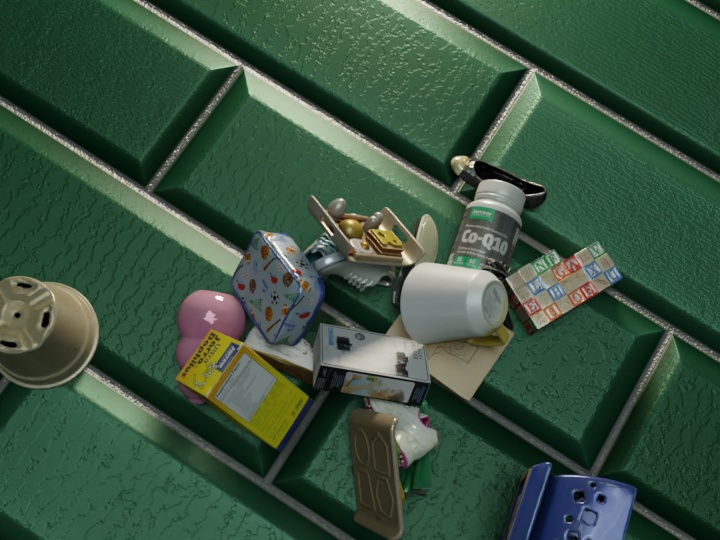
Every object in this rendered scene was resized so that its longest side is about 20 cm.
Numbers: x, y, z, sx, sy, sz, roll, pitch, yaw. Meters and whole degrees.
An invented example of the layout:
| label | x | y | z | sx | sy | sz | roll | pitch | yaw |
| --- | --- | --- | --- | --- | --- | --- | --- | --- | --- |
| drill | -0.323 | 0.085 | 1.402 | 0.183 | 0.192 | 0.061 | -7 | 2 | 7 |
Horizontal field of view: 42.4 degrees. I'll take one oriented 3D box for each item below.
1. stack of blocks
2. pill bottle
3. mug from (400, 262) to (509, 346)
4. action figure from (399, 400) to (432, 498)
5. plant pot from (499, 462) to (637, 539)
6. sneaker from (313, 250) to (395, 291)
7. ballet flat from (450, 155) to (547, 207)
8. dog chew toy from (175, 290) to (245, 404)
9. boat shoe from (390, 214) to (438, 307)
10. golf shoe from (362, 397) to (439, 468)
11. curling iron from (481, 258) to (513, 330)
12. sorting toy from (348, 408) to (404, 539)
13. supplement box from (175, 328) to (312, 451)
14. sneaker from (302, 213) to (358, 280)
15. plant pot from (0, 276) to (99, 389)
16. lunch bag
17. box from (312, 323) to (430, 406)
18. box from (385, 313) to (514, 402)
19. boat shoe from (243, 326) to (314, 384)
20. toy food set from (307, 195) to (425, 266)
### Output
| label | x | y | z | sx | sy | sz | roll | pitch | yaw |
| --- | --- | --- | --- | --- | --- | --- | --- | --- | --- |
| stack of blocks | 0.382 | 0.022 | 1.778 | 0.200 | 0.059 | 0.115 | -29 | 78 | -11 |
| pill bottle | 0.240 | -0.063 | 1.763 | 0.113 | 0.113 | 0.200 | 19 | 74 | 1 |
| mug | 0.187 | 0.060 | 1.652 | 0.186 | 0.153 | 0.150 | 5 | 84 | -47 |
| action figure | 0.093 | 0.305 | 1.671 | 0.118 | 0.055 | 0.201 | -15 | 55 | 33 |
| plant pot | 0.345 | 0.443 | 1.594 | 0.179 | 0.200 | 0.200 | 20 | 74 | 9 |
| sneaker | 0.000 | 0.000 | 1.706 | 0.200 | 0.073 | 0.071 | -3 | 71 | -46 |
| ballet flat | 0.273 | -0.183 | 1.823 | 0.200 | 0.057 | 0.067 | 22 | 59 | 0 |
| dog chew toy | -0.277 | 0.139 | 1.672 | 0.124 | 0.125 | 0.201 | 9 | 83 | -2 |
| boat shoe | 0.101 | -0.020 | 1.761 | 0.067 | 0.072 | 0.200 | -9 | 55 | 35 |
| golf shoe | 0.069 | 0.267 | 1.646 | 0.091 | 0.075 | 0.200 | -22 | 37 | -12 |
| curling iron | 0.258 | 0.050 | 1.698 | 0.049 | 0.200 | 0.026 | 10 | 53 | 26 |
| sorting toy | 0.031 | 0.343 | 1.587 | 0.036 | 0.185 | 0.201 | 0 | 87 | -23 |
| supplement box | -0.199 | 0.207 | 1.607 | 0.200 | 0.109 | 0.109 | 46 | 71 | -37 |
| sneaker | -0.060 | -0.031 | 1.746 | 0.078 | 0.086 | 0.200 | 39 | 76 | 6 |
| plant pot | -0.576 | 0.095 | 1.624 | 0.200 | 0.184 | 0.201 | 1 | 74 | -4 |
| lunch bag | -0.154 | 0.032 | 1.674 | 0.075 | 0.161 | 0.200 | 3 | 36 | -39 |
| box | 0.018 | 0.166 | 1.648 | 0.199 | 0.060 | 0.117 | 12 | 35 | -10 |
| box | 0.165 | 0.127 | 1.753 | 0.200 | 0.021 | 0.164 | 35 | 75 | 5 |
| boat shoe | -0.115 | 0.154 | 1.700 | 0.200 | 0.071 | 0.069 | 22 | 61 | 0 |
| toy food set | 0.012 | -0.078 | 1.681 | 0.200 | 0.060 | 0.144 | 4 | 37 | -44 |
